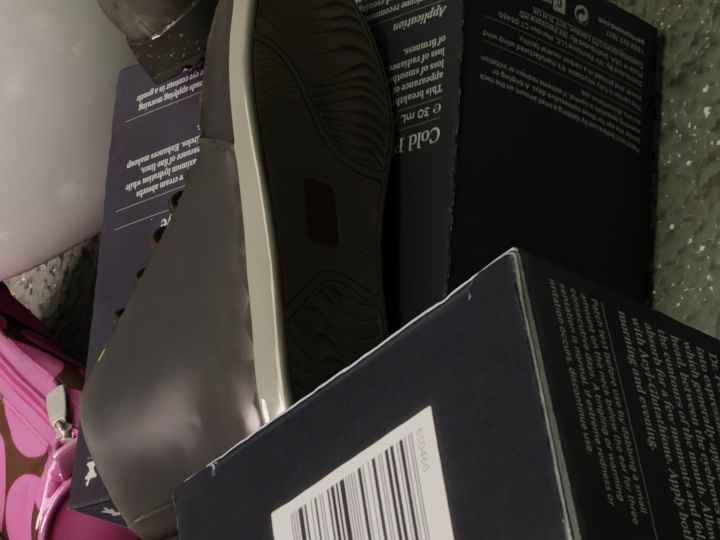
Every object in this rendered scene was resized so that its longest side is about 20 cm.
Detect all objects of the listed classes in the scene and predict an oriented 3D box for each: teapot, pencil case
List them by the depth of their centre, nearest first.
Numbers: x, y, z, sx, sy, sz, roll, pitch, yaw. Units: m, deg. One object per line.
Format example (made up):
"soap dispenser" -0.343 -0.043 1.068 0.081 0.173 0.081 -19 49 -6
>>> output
"pencil case" -0.139 0.062 1.219 0.091 0.094 0.200 -44 40 -10
"teapot" -0.152 -0.101 1.224 0.197 0.146 0.200 -34 23 -2

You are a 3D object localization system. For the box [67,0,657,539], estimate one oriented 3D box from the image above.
"box" 0.000 0.000 1.079 0.200 0.104 0.183 -16 60 44

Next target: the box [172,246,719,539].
"box" 0.070 0.100 0.875 0.148 0.200 0.107 -36 48 32

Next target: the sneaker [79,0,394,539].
"sneaker" -0.050 -0.012 0.998 0.106 0.075 0.201 -22 58 38

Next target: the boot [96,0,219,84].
"boot" -0.075 -0.175 1.122 0.068 0.131 0.200 -24 27 32
